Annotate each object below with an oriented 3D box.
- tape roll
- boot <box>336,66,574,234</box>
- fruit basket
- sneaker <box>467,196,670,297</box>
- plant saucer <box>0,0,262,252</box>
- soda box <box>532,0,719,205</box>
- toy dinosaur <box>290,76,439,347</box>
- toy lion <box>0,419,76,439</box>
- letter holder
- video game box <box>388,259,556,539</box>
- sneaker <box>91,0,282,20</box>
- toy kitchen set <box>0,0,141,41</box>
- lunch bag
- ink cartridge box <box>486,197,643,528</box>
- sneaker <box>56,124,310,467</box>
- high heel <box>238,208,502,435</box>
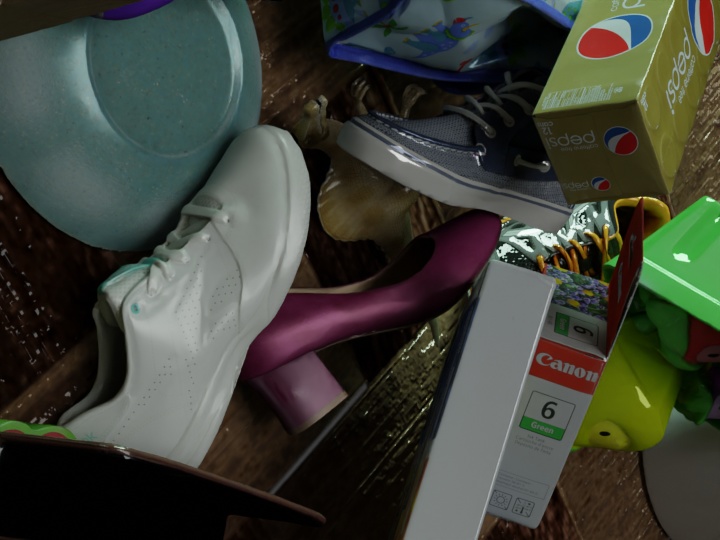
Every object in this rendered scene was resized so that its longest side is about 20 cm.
[{"bbox_3d":[0.343,0.139,1.191,0.202,0.139,0.203,0,91,-47],"label":"tape roll"},{"bbox_3d":[0.073,-0.086,0.862,0.200,0.073,0.090,11,110,-49],"label":"boot"},{"bbox_3d":[0.222,0.072,1.027,0.215,0.155,0.216,-36,145,-31],"label":"fruit basket"},{"bbox_3d":[0.147,-0.011,1.028,0.200,0.077,0.078,-38,118,-38],"label":"sneaker"},{"bbox_3d":[-0.114,-0.111,0.774,0.201,0.039,0.202,1,89,-48],"label":"plant saucer"},{"bbox_3d":[0.166,-0.128,0.853,0.068,0.064,0.200,62,39,-33],"label":"soda box"},{"bbox_3d":[0.016,-0.052,0.917,0.101,0.058,0.200,-47,128,-18],"label":"toy dinosaur"},{"bbox_3d":[-0.191,0.170,0.678,0.192,0.069,0.201,12,81,-54],"label":"toy lion"},{"bbox_3d":[-0.073,0.150,0.692,0.200,0.142,0.101,34,60,-57],"label":"letter holder"},{"bbox_3d":[0.058,0.107,0.861,0.182,0.047,0.200,86,22,-78],"label":"video game box"},{"bbox_3d":[-0.062,-0.172,0.754,0.200,0.070,0.100,-43,148,-24],"label":"sneaker"},{"bbox_3d":[-0.194,-0.199,0.586,0.200,0.180,0.164,3,86,-45],"label":"toy kitchen set"},{"bbox_3d":[0.066,-0.208,0.885,0.200,0.127,0.170,4,69,-39],"label":"lunch bag"},{"bbox_3d":[0.126,0.053,0.925,0.109,0.050,0.200,-67,174,-64],"label":"ink cartridge box"},{"bbox_3d":[-0.095,0.009,0.756,0.088,0.075,0.200,25,83,-36],"label":"sneaker"},{"bbox_3d":[0.000,0.000,0.854,0.200,0.067,0.096,-43,105,-28],"label":"high heel"}]
